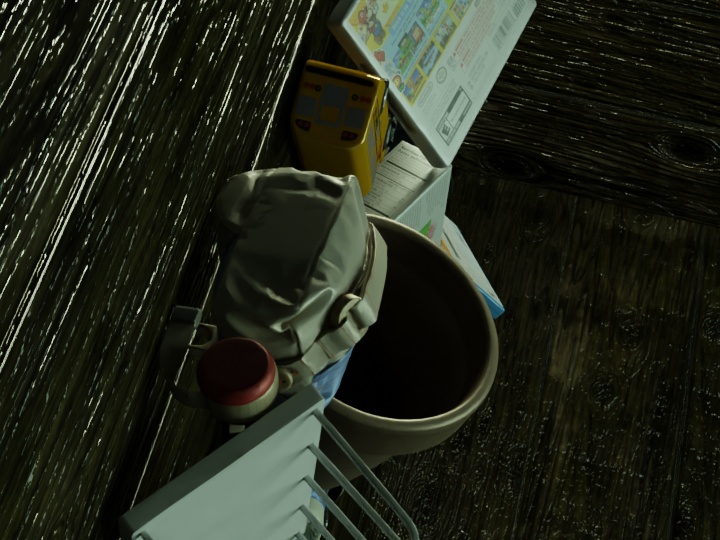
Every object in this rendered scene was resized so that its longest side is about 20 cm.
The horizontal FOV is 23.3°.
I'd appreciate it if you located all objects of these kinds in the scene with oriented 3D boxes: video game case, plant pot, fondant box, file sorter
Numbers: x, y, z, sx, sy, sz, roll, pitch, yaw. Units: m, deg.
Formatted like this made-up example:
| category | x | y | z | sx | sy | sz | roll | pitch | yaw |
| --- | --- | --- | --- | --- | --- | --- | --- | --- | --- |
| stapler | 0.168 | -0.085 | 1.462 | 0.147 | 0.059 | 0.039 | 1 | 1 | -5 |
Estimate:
| category | x | y | z | sx | sy | sz | roll | pitch | yaw |
| --- | --- | --- | --- | --- | --- | --- | --- | --- | --- |
| video game case | 0.067 | -0.224 | 1.521 | 0.182 | 0.023 | 0.201 | 50 | 58 | -36 |
| plant pot | -0.015 | 0.081 | 1.375 | 0.175 | 0.199 | 0.201 | 124 | -13 | -48 |
| video game case | 0.069 | -0.043 | 1.818 | 0.200 | 0.018 | 0.144 | 39 | 18 | -45 |
| fondant box | 0.000 | 0.000 | 1.539 | 0.200 | 0.058 | 0.145 | -43 | 151 | -39 |
| file sorter | -0.051 | 0.193 | 1.052 | 0.138 | 0.125 | 0.201 | -34 | 157 | -23 |

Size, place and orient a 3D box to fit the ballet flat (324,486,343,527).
| category | x | y | z | sx | sy | sz | roll | pitch | yaw |
| --- | --- | --- | --- | --- | --- | --- | --- | --- | --- |
| ballet flat | -0.047 | 0.272 | 2.024 | 0.067 | 0.056 | 0.200 | -65 | 171 | 11 |

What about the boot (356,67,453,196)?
| category | x | y | z | sx | sy | sz | roll | pitch | yaw |
| --- | --- | --- | --- | --- | --- | --- | --- | --- | --- |
| boot | 0.039 | -0.176 | 1.817 | 0.163 | 0.073 | 0.199 | -102 | 168 | -56 |

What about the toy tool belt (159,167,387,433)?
| category | x | y | z | sx | sy | sz | roll | pitch | yaw |
| --- | --- | --- | --- | --- | --- | --- | --- | --- | --- |
| toy tool belt | -0.049 | 0.040 | 1.093 | 0.124 | 0.123 | 0.201 | 85 | 17 | -47 |

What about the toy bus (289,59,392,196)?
| category | x | y | z | sx | sy | sz | roll | pitch | yaw |
| --- | --- | --- | --- | --- | --- | --- | --- | --- | --- |
| toy bus | -0.014 | -0.114 | 1.434 | 0.200 | 0.064 | 0.079 | 80 | 24 | -78 |

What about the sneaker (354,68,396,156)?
| category | x | y | z | sx | sy | sz | roll | pitch | yaw |
| --- | --- | --- | --- | --- | --- | --- | --- | --- | --- |
| sneaker | -0.009 | -0.100 | 1.602 | 0.073 | 0.071 | 0.202 | -113 | -156 | -51 |

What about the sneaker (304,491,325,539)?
| category | x | y | z | sx | sy | sz | roll | pitch | yaw |
| --- | --- | --- | --- | --- | --- | --- | --- | --- | --- |
| sneaker | -0.072 | 0.203 | 1.511 | 0.201 | 0.076 | 0.112 | 112 | -15 | -56 |
